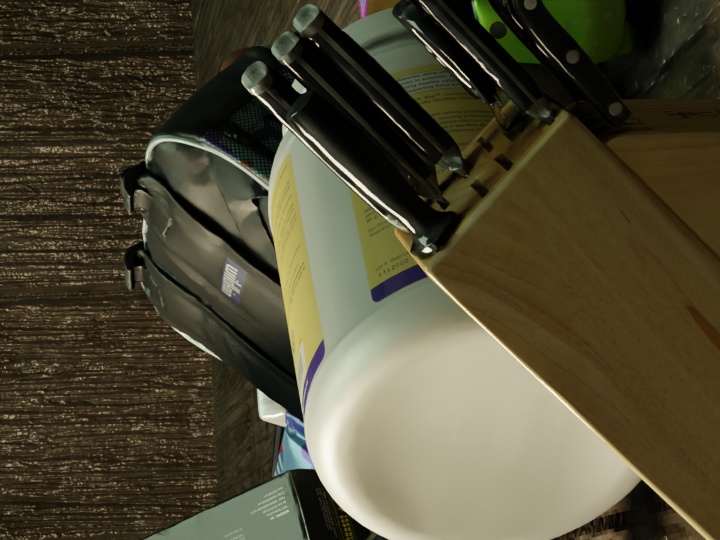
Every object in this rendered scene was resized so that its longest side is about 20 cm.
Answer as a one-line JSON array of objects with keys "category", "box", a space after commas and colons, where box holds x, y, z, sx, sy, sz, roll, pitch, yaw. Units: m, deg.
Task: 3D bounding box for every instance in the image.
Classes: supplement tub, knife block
[{"category": "supplement tub", "box": [0.039, -0.001, 0.967, 0.200, 0.145, 0.146, -101, 12, -48]}, {"category": "knife block", "box": [0.051, -0.002, 0.779, 0.064, 0.175, 0.201, -120, 28, -74]}]

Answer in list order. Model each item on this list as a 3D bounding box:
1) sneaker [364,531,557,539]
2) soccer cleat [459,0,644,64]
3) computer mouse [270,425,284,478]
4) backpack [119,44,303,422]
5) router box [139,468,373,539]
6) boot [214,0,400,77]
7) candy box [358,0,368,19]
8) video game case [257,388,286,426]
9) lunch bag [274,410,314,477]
[{"category": "sneaker", "box": [0.074, 0.141, 1.011, 0.202, 0.146, 0.077, -46, -3, -42]}, {"category": "soccer cleat", "box": [0.061, -0.138, 0.996, 0.200, 0.081, 0.068, -109, 19, -64]}, {"category": "computer mouse", "box": [-0.047, 0.151, 1.963, 0.139, 0.052, 0.201, 100, 176, -53]}, {"category": "backpack", "box": [0.000, 0.000, 1.163, 0.200, 0.150, 0.178, 41, 151, 19]}, {"category": "router box", "box": [-0.042, 0.143, 1.123, 0.200, 0.149, 0.051, -28, 71, 39]}, {"category": "boot", "box": [-0.002, -0.098, 1.243, 0.188, 0.068, 0.200, 49, 157, 20]}, {"category": "candy box", "box": [0.027, -0.234, 1.275, 0.137, 0.061, 0.201, 105, 160, -64]}, {"category": "video game case", "box": [-0.013, 0.012, 1.414, 0.200, 0.024, 0.183, 24, -121, -62]}, {"category": "lunch bag", "box": [0.035, 0.179, 1.223, 0.200, 0.094, 0.151, 43, 130, 43]}]
